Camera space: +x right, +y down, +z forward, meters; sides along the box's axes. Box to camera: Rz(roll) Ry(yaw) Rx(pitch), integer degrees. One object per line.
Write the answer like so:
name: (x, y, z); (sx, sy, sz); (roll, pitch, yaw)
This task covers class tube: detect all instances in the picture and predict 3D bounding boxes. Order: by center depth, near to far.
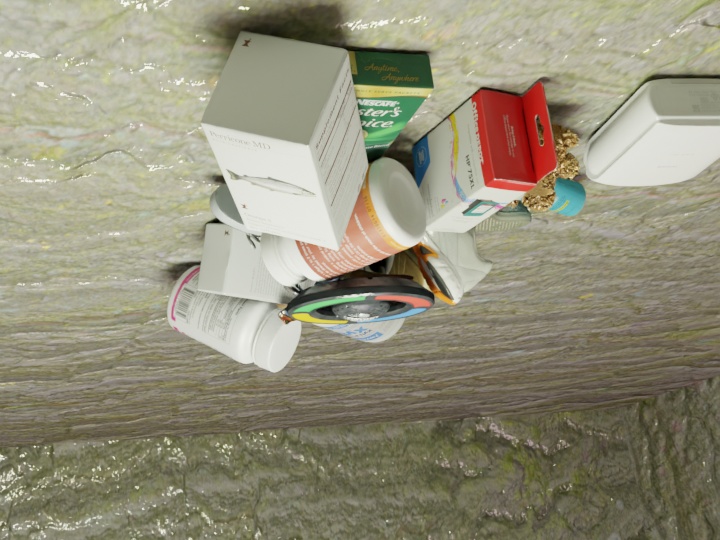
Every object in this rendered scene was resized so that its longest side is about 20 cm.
tube: (0.236, -0.124, 1.364); (0.197, 0.051, 0.077); (13, 143, -33)

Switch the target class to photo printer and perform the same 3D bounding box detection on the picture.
photo printer: (0.392, -0.170, 1.236); (0.163, 0.071, 0.200); (-3, 161, -16)

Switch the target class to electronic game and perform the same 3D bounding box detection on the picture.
electronic game: (0.001, 0.046, 1.268); (0.196, 0.042, 0.200); (-3, 167, -1)

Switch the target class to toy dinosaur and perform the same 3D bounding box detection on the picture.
toy dinosaur: (-0.047, 0.033, 1.363); (0.105, 0.199, 0.183); (-38, 158, -40)

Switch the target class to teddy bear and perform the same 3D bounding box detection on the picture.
teddy bear: (0.219, -0.137, 1.254); (0.142, 0.068, 0.200); (-1, 158, 18)

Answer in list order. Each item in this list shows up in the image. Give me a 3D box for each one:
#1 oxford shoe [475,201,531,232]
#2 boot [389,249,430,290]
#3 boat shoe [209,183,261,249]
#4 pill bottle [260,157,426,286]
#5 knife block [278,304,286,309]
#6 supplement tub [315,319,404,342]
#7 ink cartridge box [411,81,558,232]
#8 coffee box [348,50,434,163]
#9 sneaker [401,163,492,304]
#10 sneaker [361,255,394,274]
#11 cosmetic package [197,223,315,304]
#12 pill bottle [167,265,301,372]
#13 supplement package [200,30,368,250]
oxford shoe: (0.174, -0.091, 1.384); (0.198, 0.059, 0.075); (-2, 166, -45)
boot: (0.112, -0.012, 1.504); (0.152, 0.074, 0.200); (-3, -164, -21)
boat shoe: (-0.136, -0.071, 1.311); (0.068, 0.075, 0.198); (-32, 161, 35)
pill bottle: (-0.026, -0.053, 1.195); (0.198, 0.114, 0.111); (-23, 157, 30)
knife block: (-0.107, 0.028, 1.646); (0.172, 0.065, 0.200); (-1, 161, -21)
supplement tub: (-0.015, 0.044, 1.621); (0.130, 0.134, 0.199); (-16, 160, 24)
ink cartridge box: (0.145, -0.136, 1.159); (0.066, 0.118, 0.200); (3, 159, -29)
coffee box: (-0.009, -0.177, 1.083); (0.121, 0.045, 0.200); (-1, 161, -21)
sneaker: (0.101, -0.062, 1.276); (0.091, 0.202, 0.076); (-31, -173, -16)
sneaker: (0.000, 0.000, 1.427); (0.074, 0.093, 0.202); (7, 125, -24)
cosmetic package: (-0.142, -0.004, 1.444); (0.070, 0.104, 0.198); (5, 175, 43)
pill bottle: (-0.201, 0.079, 1.537); (0.197, 0.115, 0.113); (24, 173, 21)
supplement package: (-0.070, -0.128, 0.984); (0.115, 0.119, 0.201); (14, 155, 15)
